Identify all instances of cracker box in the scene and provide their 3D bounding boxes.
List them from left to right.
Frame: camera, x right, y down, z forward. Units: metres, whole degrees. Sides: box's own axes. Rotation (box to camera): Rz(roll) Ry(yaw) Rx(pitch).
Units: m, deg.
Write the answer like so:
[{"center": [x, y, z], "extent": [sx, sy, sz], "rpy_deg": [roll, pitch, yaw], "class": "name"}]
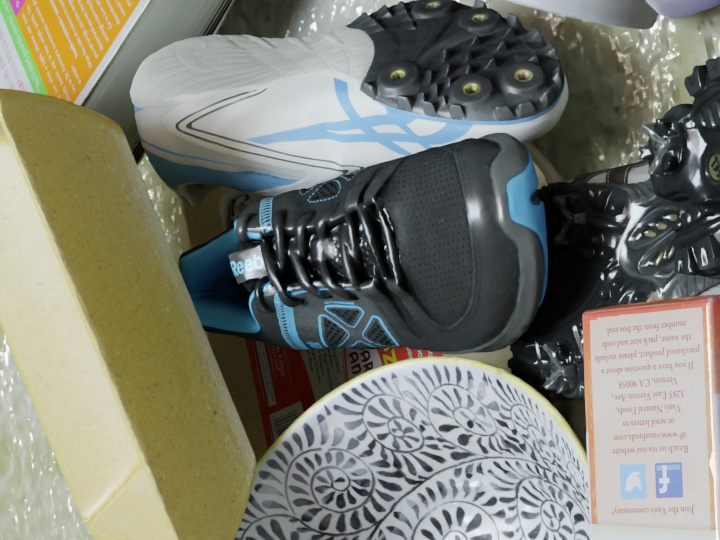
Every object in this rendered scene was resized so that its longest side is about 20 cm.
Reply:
[{"center": [0.136, 0.112, 0.773], "extent": [0.057, 0.133, 0.202], "rpy_deg": [-8, 81, 46], "class": "cracker box"}]

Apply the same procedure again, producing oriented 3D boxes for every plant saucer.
[{"center": [-0.104, 0.018, 0.967], "extent": [0.201, 0.048, 0.200], "rpy_deg": [69, 163, -8], "class": "plant saucer"}]

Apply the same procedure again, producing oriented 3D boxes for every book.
[{"center": [-0.100, -0.152, 1.047], "extent": [0.200, 0.048, 0.134], "rpy_deg": [-54, 48, 30], "class": "book"}]

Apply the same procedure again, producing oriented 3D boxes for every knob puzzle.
[{"center": [0.013, 0.003, 0.987], "extent": [0.219, 0.030, 0.222], "rpy_deg": [-3, 86, 45], "class": "knob puzzle"}]

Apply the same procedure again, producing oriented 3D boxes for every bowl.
[{"center": [0.035, 0.141, 0.893], "extent": [0.200, 0.094, 0.202], "rpy_deg": [-22, 55, 35], "class": "bowl"}]

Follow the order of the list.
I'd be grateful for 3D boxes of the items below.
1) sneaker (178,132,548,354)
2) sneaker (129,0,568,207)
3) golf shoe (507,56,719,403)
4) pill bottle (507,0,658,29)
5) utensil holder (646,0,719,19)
[{"center": [0.000, 0.000, 0.885], "extent": [0.200, 0.081, 0.074], "rpy_deg": [-24, 71, 62], "class": "sneaker"}, {"center": [-0.002, -0.059, 0.948], "extent": [0.199, 0.072, 0.073], "rpy_deg": [0, 128, 37], "class": "sneaker"}, {"center": [0.118, -0.008, 0.840], "extent": [0.200, 0.094, 0.078], "rpy_deg": [-36, 65, 56], "class": "golf shoe"}, {"center": [0.089, -0.193, 0.860], "extent": [0.112, 0.112, 0.202], "rpy_deg": [26, 106, 45], "class": "pill bottle"}, {"center": [0.151, -0.182, 0.703], "extent": [0.199, 0.170, 0.171], "rpy_deg": [-22, 70, 18], "class": "utensil holder"}]
